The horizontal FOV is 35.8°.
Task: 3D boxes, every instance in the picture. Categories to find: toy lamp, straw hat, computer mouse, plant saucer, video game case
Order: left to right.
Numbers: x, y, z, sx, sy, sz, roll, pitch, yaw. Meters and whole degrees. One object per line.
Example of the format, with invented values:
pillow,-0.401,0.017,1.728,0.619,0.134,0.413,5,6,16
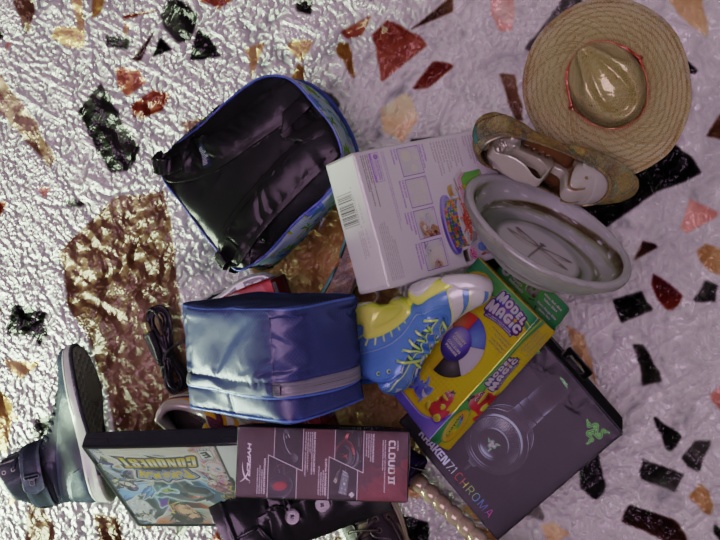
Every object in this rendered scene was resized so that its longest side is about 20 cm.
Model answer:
video game case,-0.209,0.252,1.337,0.197,0.026,0.182,-4,137,14
computer mouse,-0.170,0.065,1.367,0.198,0.044,0.111,-24,90,14
toy lamp,0.098,0.276,1.294,0.199,0.058,0.059,40,102,20
plant saucer,0.193,-0.028,1.199,0.199,0.200,0.051,32,119,10
straw hat,0.269,-0.204,1.216,0.198,0.085,0.205,1,94,15

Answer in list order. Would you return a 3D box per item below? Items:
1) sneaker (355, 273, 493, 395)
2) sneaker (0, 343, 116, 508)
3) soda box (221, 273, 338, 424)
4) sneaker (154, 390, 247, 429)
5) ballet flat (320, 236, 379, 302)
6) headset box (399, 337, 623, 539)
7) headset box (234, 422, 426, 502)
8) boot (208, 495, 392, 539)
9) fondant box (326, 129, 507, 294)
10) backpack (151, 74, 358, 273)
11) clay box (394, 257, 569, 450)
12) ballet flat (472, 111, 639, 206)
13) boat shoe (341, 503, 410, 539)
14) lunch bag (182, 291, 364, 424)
sneaker,0.060,0.072,1.179,0.198,0.075,0.107,-19,73,36
sneaker,-0.398,0.202,1.418,0.144,0.077,0.206,-9,92,12
soda box,-0.092,0.111,1.301,0.069,0.063,0.203,-19,92,13
sneaker,-0.157,0.212,1.349,0.198,0.090,0.076,22,98,13
ballet flat,0.000,0.000,1.313,0.067,0.068,0.202,27,109,7
headset box,0.177,0.165,1.258,0.200,0.093,0.175,-42,83,12
headset box,-0.029,0.203,1.190,0.197,0.149,0.076,2,83,-1
boot,-0.053,0.303,1.284,0.198,0.066,0.167,-24,91,-7
fondant box,0.071,-0.068,1.223,0.058,0.198,0.146,-15,90,54
backpack,-0.102,-0.120,1.286,0.199,0.147,0.184,-40,81,17
clay box,0.120,0.078,1.198,0.201,0.047,0.115,-50,47,8
ballet flat,0.212,-0.109,1.224,0.198,0.071,0.071,24,99,-5
boat shoe,0.019,0.320,1.322,0.071,0.065,0.202,-30,85,16
lunch bag,-0.099,0.096,1.179,0.198,0.135,0.135,0,95,43
